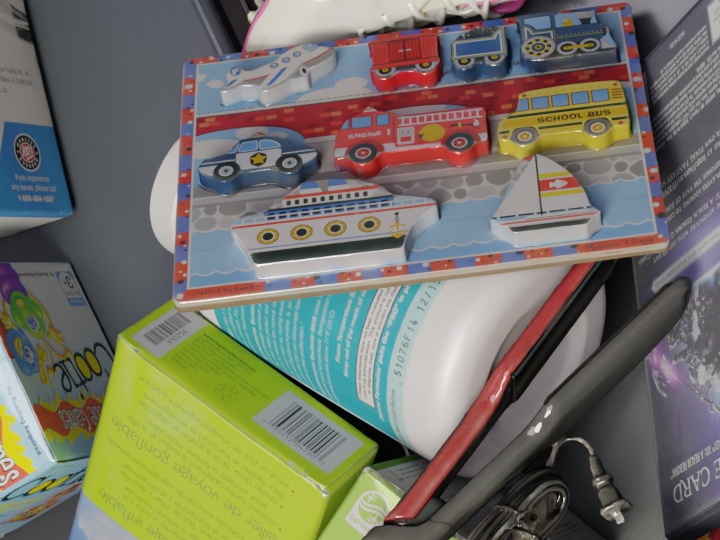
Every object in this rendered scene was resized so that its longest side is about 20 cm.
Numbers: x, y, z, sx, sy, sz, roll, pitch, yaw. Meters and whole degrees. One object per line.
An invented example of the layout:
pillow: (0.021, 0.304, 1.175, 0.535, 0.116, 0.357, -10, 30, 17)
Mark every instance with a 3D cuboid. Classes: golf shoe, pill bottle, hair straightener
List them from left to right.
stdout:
pill bottle: (0.000, 0.000, 1.000, 0.199, 0.110, 0.112, 29, 101, 34)
golf shoe: (0.031, -0.136, 1.020, 0.200, 0.075, 0.092, -43, 79, 18)
hair straightener: (0.069, 0.075, 0.893, 0.077, 0.041, 0.200, 35, 69, 17)

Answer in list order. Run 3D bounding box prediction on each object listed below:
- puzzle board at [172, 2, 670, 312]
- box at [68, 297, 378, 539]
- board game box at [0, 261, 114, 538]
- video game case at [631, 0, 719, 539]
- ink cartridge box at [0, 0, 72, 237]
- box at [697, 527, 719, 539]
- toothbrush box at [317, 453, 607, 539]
puzzle board: (0.021, -0.052, 0.958, 0.198, 0.017, 0.151, -7, 43, 5)
box: (-0.072, 0.125, 1.041, 0.122, 0.048, 0.201, 34, 131, 19)
board game box: (-0.218, 0.088, 1.104, 0.199, 0.105, 0.104, -31, 79, 19)
video game case: (0.145, -0.007, 0.923, 0.019, 0.143, 0.202, 1, 70, -18)
ink cartridge box: (-0.223, -0.112, 1.081, 0.085, 0.146, 0.202, -17, 84, 23)
box: (0.153, 0.210, 0.992, 0.110, 0.035, 0.201, 29, 101, 19)
toothbrush box: (0.006, 0.181, 0.992, 0.086, 0.145, 0.201, 35, 103, 17)
